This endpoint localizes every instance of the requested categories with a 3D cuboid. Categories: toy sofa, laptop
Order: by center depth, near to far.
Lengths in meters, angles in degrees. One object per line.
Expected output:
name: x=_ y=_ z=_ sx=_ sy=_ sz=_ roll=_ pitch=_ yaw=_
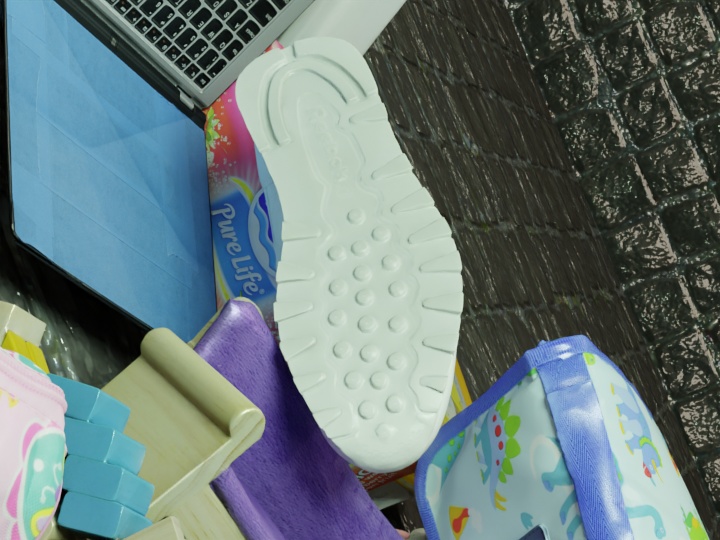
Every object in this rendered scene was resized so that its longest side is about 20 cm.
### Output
toy sofa: x=-0.026 y=0.113 z=0.821 sx=0.083 sy=0.097 sz=0.201 roll=37 pitch=-18 yaw=54
laptop: x=-0.058 y=-0.089 z=0.870 sx=0.116 sy=0.200 sz=0.187 roll=47 pitch=3 yaw=28

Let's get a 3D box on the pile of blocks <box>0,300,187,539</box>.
pile of blocks: x=-0.085 y=0.097 z=0.691 sx=0.062 sy=0.082 sz=0.201 roll=42 pitch=28 yaw=-62

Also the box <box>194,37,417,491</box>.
box: x=-0.042 y=0.007 z=0.990 sx=0.095 sy=0.099 sz=0.201 roll=43 pitch=27 yaw=-62

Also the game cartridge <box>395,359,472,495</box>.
game cartridge: x=0.022 y=0.037 z=1.202 sx=0.176 sy=0.032 sz=0.201 roll=41 pitch=30 yaw=-63

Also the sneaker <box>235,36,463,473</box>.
sneaker: x=0.000 y=0.000 z=0.856 sx=0.081 sy=0.076 sz=0.201 roll=81 pitch=-2 yaw=-55

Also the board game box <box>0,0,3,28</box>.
board game box: x=-0.152 y=-0.182 z=1.011 sx=0.201 sy=0.034 sz=0.135 roll=71 pitch=14 yaw=16

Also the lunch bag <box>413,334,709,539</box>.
lunch bag: x=0.101 y=0.142 z=0.896 sx=0.200 sy=0.126 sz=0.171 roll=87 pitch=-12 yaw=-64

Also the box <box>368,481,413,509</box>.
box: x=-0.011 y=0.032 z=1.228 sx=0.145 sy=0.036 sz=0.200 roll=62 pitch=12 yaw=-20

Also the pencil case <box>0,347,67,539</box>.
pencil case: x=-0.154 y=0.012 z=0.551 sx=0.200 sy=0.087 sz=0.088 roll=54 pitch=17 yaw=-48

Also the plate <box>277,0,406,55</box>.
plate: x=-0.055 y=-0.184 z=1.062 sx=0.032 sy=0.200 sz=0.200 roll=-8 pitch=59 yaw=-45

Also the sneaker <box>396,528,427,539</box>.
sneaker: x=0.013 y=0.180 z=0.970 sx=0.200 sy=0.075 sz=0.105 roll=-28 pitch=99 yaw=-85
